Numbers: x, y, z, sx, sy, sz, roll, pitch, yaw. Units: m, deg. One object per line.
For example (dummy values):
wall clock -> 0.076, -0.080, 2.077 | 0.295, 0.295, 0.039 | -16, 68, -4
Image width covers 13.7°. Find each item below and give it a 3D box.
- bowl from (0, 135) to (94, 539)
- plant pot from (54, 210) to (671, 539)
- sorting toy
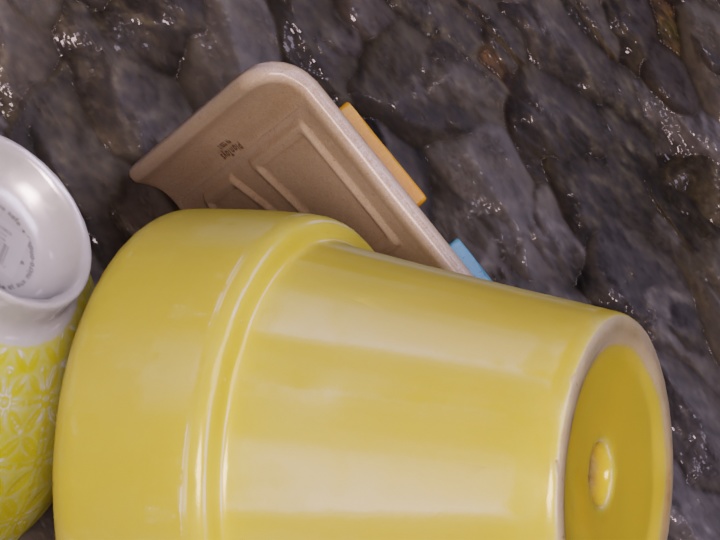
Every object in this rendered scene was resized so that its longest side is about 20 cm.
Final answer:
bowl -> -0.167, 0.006, 1.161 | 0.200, 0.108, 0.201 | 30, 40, -29
plant pot -> 0.012, 0.077, 1.154 | 0.201, 0.188, 0.202 | 1, 90, -65
sorting toy -> 0.000, 0.000, 1.306 | 0.200, 0.185, 0.036 | 47, 66, -6
